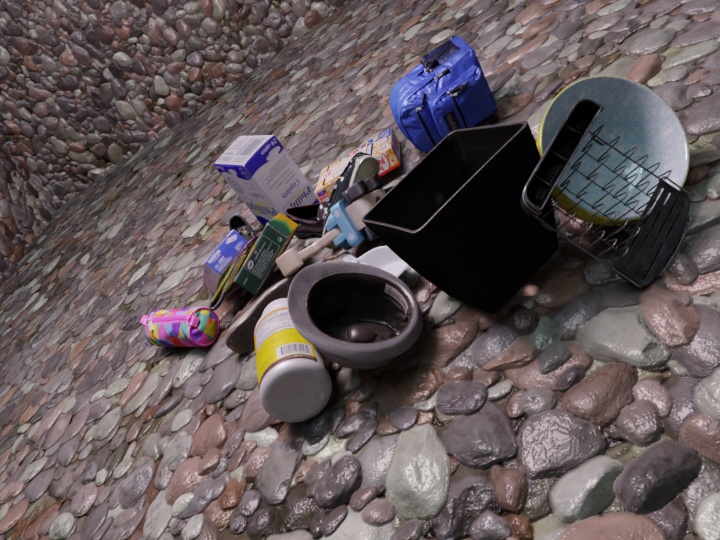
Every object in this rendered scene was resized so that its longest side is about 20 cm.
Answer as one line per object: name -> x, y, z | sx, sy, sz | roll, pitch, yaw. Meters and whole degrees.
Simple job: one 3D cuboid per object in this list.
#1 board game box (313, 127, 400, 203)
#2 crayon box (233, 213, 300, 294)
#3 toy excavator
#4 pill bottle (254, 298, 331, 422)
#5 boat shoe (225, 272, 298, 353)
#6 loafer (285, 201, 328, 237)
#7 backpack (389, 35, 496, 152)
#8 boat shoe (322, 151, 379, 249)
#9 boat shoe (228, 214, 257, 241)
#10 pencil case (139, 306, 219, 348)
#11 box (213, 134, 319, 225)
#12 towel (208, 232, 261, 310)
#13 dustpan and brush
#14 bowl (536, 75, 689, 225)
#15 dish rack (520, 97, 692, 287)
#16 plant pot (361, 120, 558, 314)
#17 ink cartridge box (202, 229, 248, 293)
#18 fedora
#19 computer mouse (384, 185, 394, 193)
board game box -> -0.005, -0.231, 1.298 | 0.196, 0.047, 0.153 | -27, 24, 18
crayon box -> -0.180, -0.040, 1.146 | 0.127, 0.051, 0.200 | -58, 5, 10
toy excavator -> -0.041, -0.068, 1.067 | 0.198, 0.101, 0.194 | -36, -1, 33
pill bottle -> -0.111, 0.130, 0.908 | 0.108, 0.110, 0.201 | -33, 31, 6
boat shoe -> -0.178, 0.067, 1.094 | 0.198, 0.075, 0.073 | -38, 31, -1
loafer -> -0.086, -0.116, 1.239 | 0.196, 0.063, 0.073 | -7, 42, 41
backpack -> 0.162, -0.346, 1.182 | 0.197, 0.164, 0.170 | -31, 35, 10
boat shoe -> -0.029, -0.142, 1.146 | 0.066, 0.073, 0.203 | 50, 125, 49
boat shoe -> -0.282, -0.079, 1.402 | 0.068, 0.057, 0.200 | -39, 31, -3
pencil case -> -0.383, 0.121, 1.229 | 0.196, 0.089, 0.090 | -7, 42, 39
box -> -0.218, -0.204, 1.355 | 0.105, 0.201, 0.182 | -49, 33, -17
towel -> -0.250, -0.001, 1.197 | 0.146, 0.022, 0.200 | -58, 5, 12
dustpan and brush -> 0.000, 0.000, 1.001 | 0.139, 0.057, 0.200 | -43, 12, -3
bowl -> 0.322, -0.145, 0.788 | 0.200, 0.200, 0.108 | -45, -9, -12
dish rack -> 0.298, -0.085, 0.686 | 0.155, 0.198, 0.055 | -55, -4, -9
plant pot -> 0.152, -0.062, 0.796 | 0.199, 0.178, 0.199 | -43, 19, -9
ink cartridge box -> -0.296, -0.014, 1.259 | 0.095, 0.044, 0.200 | -52, 4, -21
fedora -> -0.010, 0.077, 0.841 | 0.194, 0.092, 0.180 | 3, 44, -7
computer mouse -> 0.095, -0.154, 1.139 | 0.195, 0.035, 0.059 | -17, 20, 23
